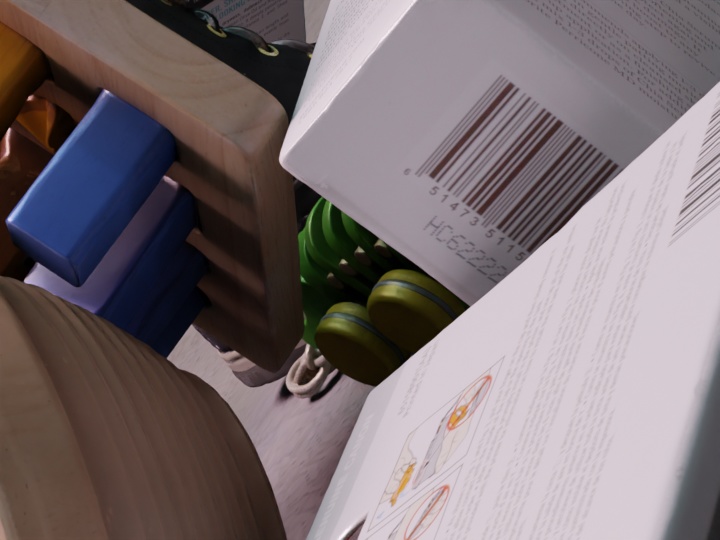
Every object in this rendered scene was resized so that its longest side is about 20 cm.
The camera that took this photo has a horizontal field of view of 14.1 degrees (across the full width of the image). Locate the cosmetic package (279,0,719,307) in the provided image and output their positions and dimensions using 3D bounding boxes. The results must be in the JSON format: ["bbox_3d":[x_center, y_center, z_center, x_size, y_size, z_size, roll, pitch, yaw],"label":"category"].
[{"bbox_3d":[0.047,-0.062,0.806,0.071,0.101,0.200,-49,11,23],"label":"cosmetic package"}]

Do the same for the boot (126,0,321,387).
[{"bbox_3d":[-0.038,-0.079,1.061,0.204,0.154,0.073,-59,18,-24],"label":"boot"}]

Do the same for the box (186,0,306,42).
[{"bbox_3d":[-0.067,-0.080,1.181,0.082,0.049,0.200,-34,-27,-18],"label":"box"}]

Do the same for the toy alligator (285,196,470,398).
[{"bbox_3d":[0.000,0.000,0.927,0.059,0.054,0.200,-57,12,-25],"label":"toy alligator"}]

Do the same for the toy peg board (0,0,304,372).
[{"bbox_3d":[-0.126,-0.026,0.840,0.098,0.199,0.200,-54,-11,-15],"label":"toy peg board"}]

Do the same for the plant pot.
[{"bbox_3d":[-0.078,0.084,0.775,0.092,0.201,0.201,-13,-7,-25],"label":"plant pot"}]

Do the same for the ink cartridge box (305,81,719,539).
[{"bbox_3d":[0.038,0.057,0.617,0.174,0.044,0.200,-45,14,41],"label":"ink cartridge box"}]
